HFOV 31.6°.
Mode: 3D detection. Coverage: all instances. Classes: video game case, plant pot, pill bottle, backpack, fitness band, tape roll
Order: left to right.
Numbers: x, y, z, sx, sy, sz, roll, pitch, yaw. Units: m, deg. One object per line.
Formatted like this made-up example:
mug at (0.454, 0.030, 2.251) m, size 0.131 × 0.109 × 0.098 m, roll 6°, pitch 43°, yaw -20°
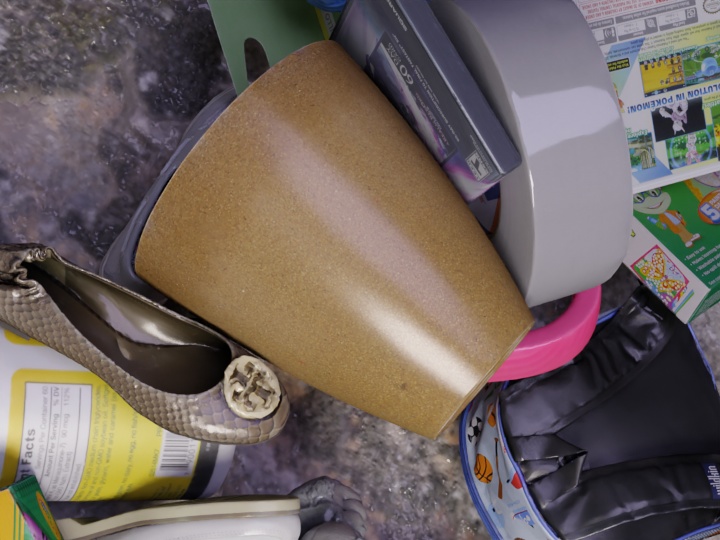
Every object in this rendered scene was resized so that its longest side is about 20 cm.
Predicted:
pill bottle at (-0.182, 0.081, 0.767) m, size 0.198 × 0.114 × 0.116 m, roll 5°, pitch 73°, yaw -25°
plant pot at (0.000, 0.000, 0.762) m, size 0.200 × 0.187 × 0.186 m, roll 41°, pitch 61°, yaw 8°
video game case at (0.029, -0.102, 0.796) m, size 0.019 × 0.200 × 0.144 m, roll -31°, pitch 88°, yaw -14°
fitness band at (0.066, 0.015, 0.874) m, size 0.198 × 0.038 × 0.144 m, roll -5°, pitch 42°, yaw -4°
tape roll at (0.096, -0.078, 0.801) m, size 0.065 × 0.200 × 0.202 m, roll -15°, pitch 82°, yaw -12°
backpack at (0.164, 0.126, 0.901) m, size 0.189 × 0.154 × 0.201 m, roll -11°, pitch 67°, yaw -34°
video game case at (0.201, -0.151, 0.873) m, size 0.198 × 0.022 × 0.184 m, roll -15°, pitch 102°, yaw -15°

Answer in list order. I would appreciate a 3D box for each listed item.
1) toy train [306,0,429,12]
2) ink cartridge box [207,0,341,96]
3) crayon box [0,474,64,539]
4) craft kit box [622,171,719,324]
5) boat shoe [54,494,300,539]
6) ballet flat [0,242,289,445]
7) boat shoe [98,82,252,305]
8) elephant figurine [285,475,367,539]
toy train at (0.045, -0.204, 0.885) m, size 0.199 × 0.114 × 0.087 m, roll 34°, pitch 50°, yaw -28°
ink cartridge box at (-0.006, -0.150, 0.928) m, size 0.199 × 0.048 × 0.147 m, roll -10°, pitch 78°, yaw -47°
crayon box at (-0.243, 0.210, 0.684) m, size 0.199 × 0.058 × 0.120 m, roll -27°, pitch 88°, yaw -2°
craft kit box at (0.240, -0.079, 0.958) m, size 0.199 × 0.049 × 0.198 m, roll -28°, pitch 61°, yaw -34°
boat shoe at (-0.126, 0.175, 0.752) m, size 0.198 × 0.075 × 0.069 m, roll -12°, pitch 79°, yaw 14°
ballet flat at (-0.128, 0.036, 0.720) m, size 0.199 × 0.047 × 0.068 m, roll 29°, pitch 44°, yaw -1°
boat shoe at (-0.109, -0.059, 0.869) m, size 0.072 × 0.068 × 0.200 m, roll 43°, pitch 62°, yaw -8°
elephant figurine at (0.000, 0.233, 0.811) m, size 0.142 × 0.155 × 0.200 m, roll -46°, pitch 129°, yaw 5°
